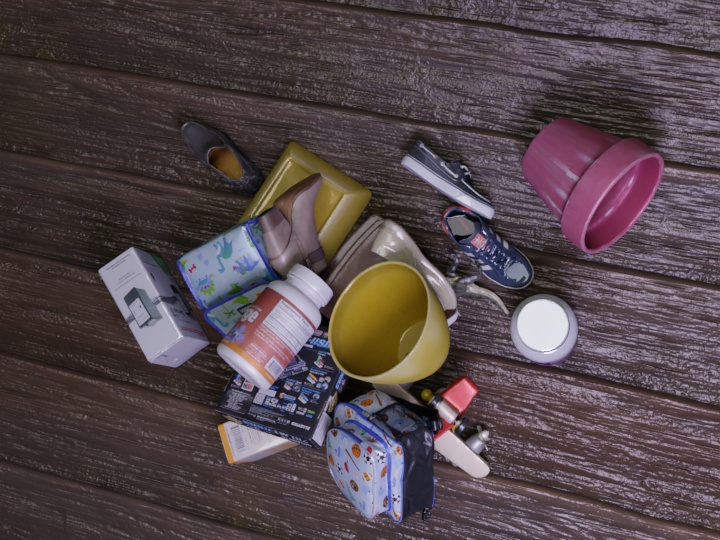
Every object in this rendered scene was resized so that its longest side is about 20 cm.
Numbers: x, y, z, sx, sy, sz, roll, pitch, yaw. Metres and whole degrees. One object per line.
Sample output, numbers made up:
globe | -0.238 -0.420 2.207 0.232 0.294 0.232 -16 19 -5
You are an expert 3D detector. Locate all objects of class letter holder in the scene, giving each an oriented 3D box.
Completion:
letter holder | 0.000 0.000 1.745 0.142 0.101 0.200 39 92 17

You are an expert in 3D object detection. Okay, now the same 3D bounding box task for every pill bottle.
pill bottle | 0.305 0.098 1.606 0.111 0.200 0.113 -2 81 13
pill bottle | -0.139 0.091 1.624 0.112 0.112 0.200 35 75 15

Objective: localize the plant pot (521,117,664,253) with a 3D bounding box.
plant pot | 0.380 -0.159 1.643 0.200 0.200 0.179 -49 59 2

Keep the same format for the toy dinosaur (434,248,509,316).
toy dinosaur | 0.176 0.016 1.718 0.198 0.048 0.089 14 120 7

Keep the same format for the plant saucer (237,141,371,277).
plant saucer | -0.112 -0.117 1.814 0.199 0.048 0.201 33 91 15

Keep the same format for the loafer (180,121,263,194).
loafer | -0.272 -0.226 1.853 0.199 0.072 0.073 36 92 16

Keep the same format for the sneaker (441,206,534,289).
sneaker | 0.219 -0.041 1.706 0.200 0.084 0.075 39 92 15

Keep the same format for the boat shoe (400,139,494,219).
boat shoe | 0.168 -0.168 1.748 0.200 0.072 0.068 37 93 22

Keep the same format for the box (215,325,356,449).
box | -0.122 0.183 1.657 0.199 0.050 0.200 11 63 27

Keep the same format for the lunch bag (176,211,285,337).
lunch bag | -0.211 0.023 1.771 0.169 0.127 0.201 -24 99 22

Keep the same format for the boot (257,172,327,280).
boot | -0.102 -0.068 1.735 0.070 0.200 0.147 -12 113 46

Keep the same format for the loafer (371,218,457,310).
loafer | 0.088 0.001 1.648 0.068 0.076 0.200 -42 107 -2

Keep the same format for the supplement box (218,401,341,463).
supplement box | -0.135 0.276 1.722 0.199 0.126 0.074 -21 76 9

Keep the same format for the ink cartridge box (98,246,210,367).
ink cartridge box | -0.380 0.070 1.799 0.084 0.146 0.201 -34 77 5

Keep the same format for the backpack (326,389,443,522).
backpack | 0.029 0.295 1.575 0.190 0.153 0.202 38 131 52

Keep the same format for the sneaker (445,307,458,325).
sneaker | 0.081 0.114 1.735 0.199 0.085 0.073 -20 48 -9

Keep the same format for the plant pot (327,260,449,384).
plant pot | 0.067 0.105 1.586 0.199 0.142 0.201 -20 55 30

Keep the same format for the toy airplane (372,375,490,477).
toy airplane | 0.125 0.260 1.673 0.198 0.141 0.201 1 116 27
